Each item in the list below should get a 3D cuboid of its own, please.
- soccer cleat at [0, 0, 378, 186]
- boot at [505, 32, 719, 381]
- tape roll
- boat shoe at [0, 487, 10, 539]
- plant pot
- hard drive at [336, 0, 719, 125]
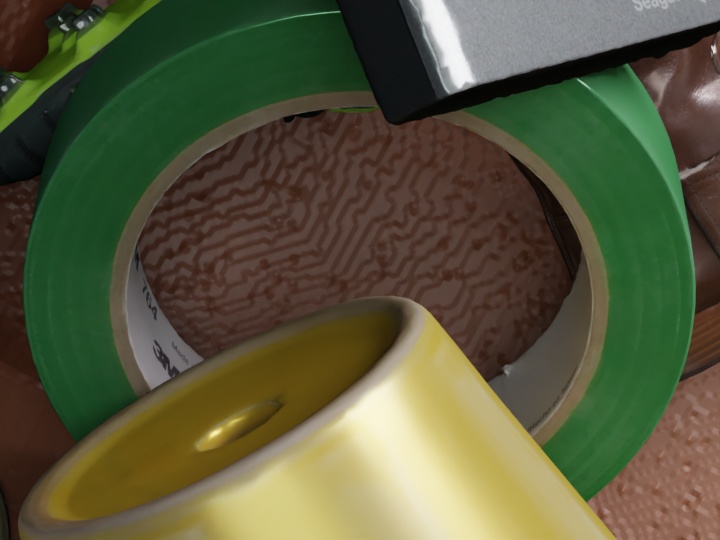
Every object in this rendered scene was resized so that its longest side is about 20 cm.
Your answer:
[{"bbox_3d":[-0.033,-0.073,0.893,0.200,0.068,0.081,-33,104,-5],"label":"soccer cleat"},{"bbox_3d":[0.111,-0.086,0.880,0.186,0.064,0.200,-35,111,-2],"label":"boot"},{"bbox_3d":[0.000,0.000,0.857,0.200,0.048,0.200,0,121,1],"label":"tape roll"},{"bbox_3d":[-0.145,0.151,0.881,0.076,0.074,0.200,-2,92,-6],"label":"boat shoe"},{"bbox_3d":[0.004,0.118,0.803,0.201,0.201,0.189,-28,103,-4],"label":"plant pot"},{"bbox_3d":[0.023,-0.146,0.779,0.140,0.033,0.200,-18,85,-46],"label":"hard drive"}]
